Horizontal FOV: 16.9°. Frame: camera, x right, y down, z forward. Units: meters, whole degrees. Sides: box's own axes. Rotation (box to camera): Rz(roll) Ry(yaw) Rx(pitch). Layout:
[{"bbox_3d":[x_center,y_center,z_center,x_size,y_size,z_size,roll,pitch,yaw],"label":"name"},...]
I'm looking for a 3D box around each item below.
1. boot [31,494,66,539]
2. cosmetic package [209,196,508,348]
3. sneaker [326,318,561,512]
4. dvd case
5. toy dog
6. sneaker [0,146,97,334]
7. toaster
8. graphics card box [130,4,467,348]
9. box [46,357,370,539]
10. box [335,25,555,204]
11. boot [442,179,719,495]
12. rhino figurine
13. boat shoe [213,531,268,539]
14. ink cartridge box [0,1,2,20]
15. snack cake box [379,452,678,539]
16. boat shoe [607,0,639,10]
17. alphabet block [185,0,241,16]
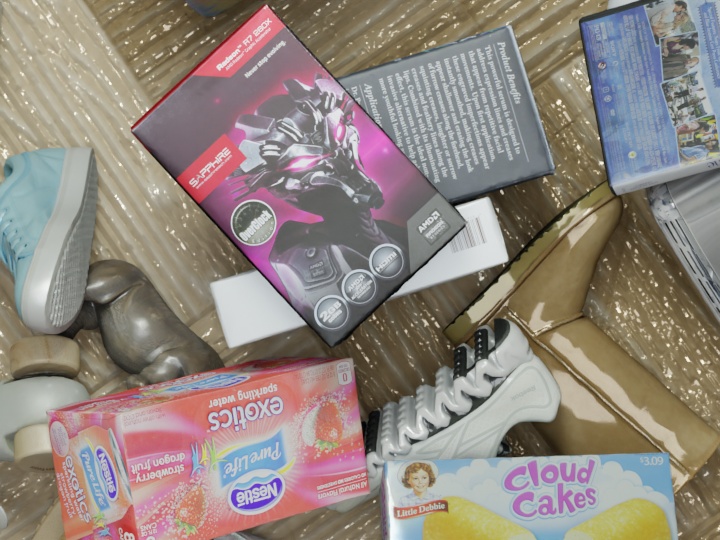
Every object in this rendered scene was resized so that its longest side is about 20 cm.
[{"bbox_3d":[-0.183,0.263,1.720,0.166,0.072,0.200,36,119,3],"label":"boot"},{"bbox_3d":[0.000,0.000,1.700,0.200,0.151,0.052,-17,93,2],"label":"cosmetic package"},{"bbox_3d":[0.055,0.121,1.726,0.200,0.075,0.081,-37,109,24],"label":"sneaker"},{"bbox_3d":[0.254,-0.139,1.648,0.200,0.018,0.143,-15,59,14],"label":"dvd case"},{"bbox_3d":[-0.248,0.116,1.729,0.200,0.096,0.132,1,72,43],"label":"toy dog"},{"bbox_3d":[-0.232,-0.019,1.690,0.082,0.200,0.074,-2,120,3],"label":"sneaker"},{"bbox_3d":[0.286,-0.039,1.695,0.129,0.114,0.200,-29,110,16],"label":"toaster"},{"bbox_3d":[-0.040,-0.062,1.599,0.125,0.051,0.200,-42,90,1],"label":"graphics card box"},{"bbox_3d":[-0.101,0.125,1.655,0.200,0.095,0.103,-11,96,-39],"label":"box"},{"bbox_3d":[0.024,-0.090,1.697,0.200,0.148,0.107,-17,92,1],"label":"box"},{"bbox_3d":[0.183,0.059,1.745,0.200,0.066,0.175,44,104,0],"label":"boot"},{"bbox_3d":[-0.140,0.072,1.741,0.200,0.060,0.087,46,48,-2],"label":"rhino figurine"},{"bbox_3d":[-0.112,0.217,1.749,0.200,0.067,0.074,25,92,0],"label":"boat shoe"},{"bbox_3d":[-0.340,-0.103,1.734,0.145,0.083,0.200,5,92,1],"label":"ink cartridge box"},{"bbox_3d":[0.116,0.190,1.669,0.200,0.067,0.115,-2,67,-3],"label":"snack cake box"},{"bbox_3d":[0.267,-0.146,1.733,0.200,0.072,0.062,20,97,-1],"label":"boat shoe"},{"bbox_3d":[-0.068,-0.307,1.671,0.200,0.195,0.197,-26,93,1],"label":"alphabet block"}]
